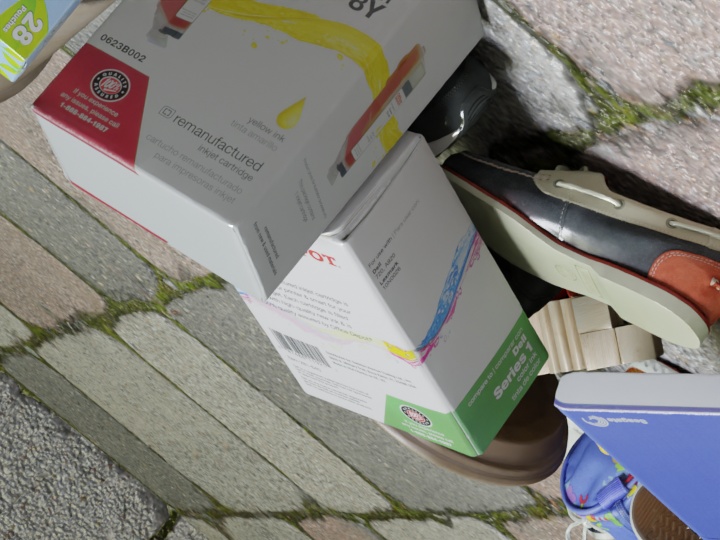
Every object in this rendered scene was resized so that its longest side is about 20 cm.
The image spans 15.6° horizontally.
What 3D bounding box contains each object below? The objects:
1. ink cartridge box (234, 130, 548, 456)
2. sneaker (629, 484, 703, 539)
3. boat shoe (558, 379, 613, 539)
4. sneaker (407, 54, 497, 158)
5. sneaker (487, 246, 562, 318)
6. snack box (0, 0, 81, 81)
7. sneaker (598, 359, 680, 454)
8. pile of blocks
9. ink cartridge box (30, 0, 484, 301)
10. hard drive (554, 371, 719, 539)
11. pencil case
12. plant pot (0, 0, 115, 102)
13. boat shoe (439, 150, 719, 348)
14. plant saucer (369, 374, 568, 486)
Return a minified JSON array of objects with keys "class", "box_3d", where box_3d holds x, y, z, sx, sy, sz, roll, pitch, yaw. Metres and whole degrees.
[{"class":"ink cartridge box","box_3d":[0.000,0.000,1.504,0.145,0.084,0.200,19,152,41]},{"class":"sneaker","box_3d":[0.273,0.184,1.707,0.199,0.073,0.085,16,175,17]},{"class":"boat shoe","box_3d":[0.180,0.166,1.892,0.202,0.086,0.075,47,162,-33]},{"class":"sneaker","box_3d":[-0.006,-0.119,1.494,0.200,0.075,0.085,19,156,49]},{"class":"sneaker","box_3d":[0.077,-0.001,1.627,0.076,0.091,0.200,37,166,-7]},{"class":"snack box","box_3d":[-0.214,-0.233,1.447,0.200,0.169,0.068,38,166,-8]},{"class":"sneaker","box_3d":[0.226,0.117,1.663,0.200,0.077,0.073,15,152,51]},{"class":"pile of blocks","box_3d":[0.133,0.031,1.681,0.200,0.082,0.062,-11,91,59]},{"class":"ink cartridge box","box_3d":[-0.052,-0.108,1.392,0.145,0.200,0.083,30,160,25]},{"class":"hard drive","box_3d":[0.220,0.117,1.561,0.132,0.025,0.200,-1,151,38]},{"class":"pencil case","box_3d":[0.226,0.177,1.793,0.200,0.078,0.087,37,-158,-28]},{"class":"plant pot","box_3d":[-0.223,-0.202,1.582,0.173,0.200,0.200,-10,133,47]},{"class":"boat shoe","box_3d":[0.128,-0.025,1.489,0.200,0.063,0.071,28,165,31]},{"class":"plant saucer","box_3d":[0.059,0.063,1.770,0.200,0.030,0.200,26,-151,-16]}]
